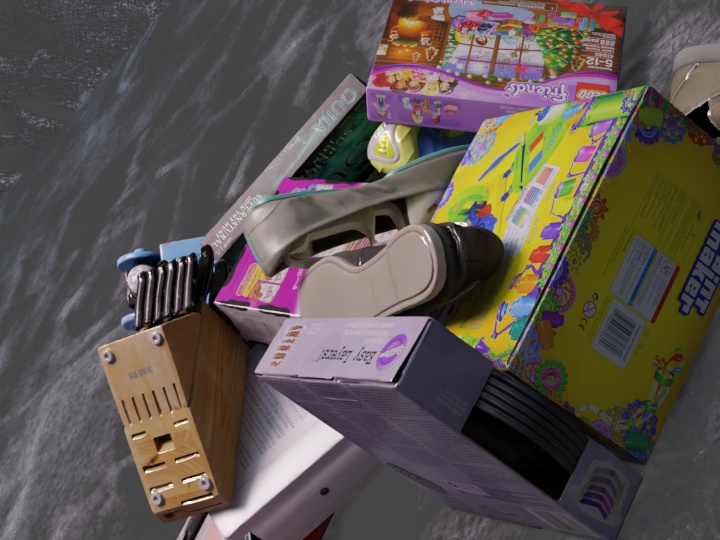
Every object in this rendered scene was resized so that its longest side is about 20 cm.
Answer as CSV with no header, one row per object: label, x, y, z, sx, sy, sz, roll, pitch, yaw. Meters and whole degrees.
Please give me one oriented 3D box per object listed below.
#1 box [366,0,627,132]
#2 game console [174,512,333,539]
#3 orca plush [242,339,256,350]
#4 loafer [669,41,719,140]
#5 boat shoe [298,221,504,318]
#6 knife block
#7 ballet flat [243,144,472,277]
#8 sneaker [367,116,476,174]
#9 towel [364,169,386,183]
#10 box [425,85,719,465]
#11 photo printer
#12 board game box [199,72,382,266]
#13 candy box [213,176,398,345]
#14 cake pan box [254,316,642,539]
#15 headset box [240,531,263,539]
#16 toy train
box,0.115,-0.172,1.064,0.039,0.199,0.137,86,-166,-50
game console,-0.084,0.217,1.128,0.200,0.118,0.172,-62,-8,-18
orca plush,-0.105,0.064,1.204,0.105,0.200,0.071,24,91,30
loafer,0.267,-0.109,0.820,0.070,0.075,0.200,-70,19,-5
boat shoe,0.022,0.011,0.852,0.200,0.057,0.067,-24,74,60
knife block,-0.130,0.084,1.052,0.064,0.201,0.175,-19,0,23
ballet flat,0.014,-0.037,0.943,0.067,0.199,0.064,106,147,-64
sneaker,0.088,-0.094,1.128,0.200,0.105,0.076,-23,-26,-54
towel,-0.002,-0.046,1.192,0.153,0.023,0.200,-45,16,19
box,0.130,0.002,0.855,0.200,0.122,0.192,-61,23,-13
photo printer,-0.050,0.122,1.046,0.200,0.069,0.166,-41,41,-2
board game box,-0.043,-0.080,1.158,0.200,0.028,0.135,-47,-19,11
candy box,0.000,0.000,1.022,0.199,0.061,0.137,7,58,36
cake pan box,0.050,0.096,0.804,0.200,0.184,0.052,-6,52,63
headset box,-0.047,0.271,0.738,0.174,0.200,0.093,-48,23,16
toy train,-0.163,0.032,1.243,0.200,0.114,0.087,72,-170,-71
